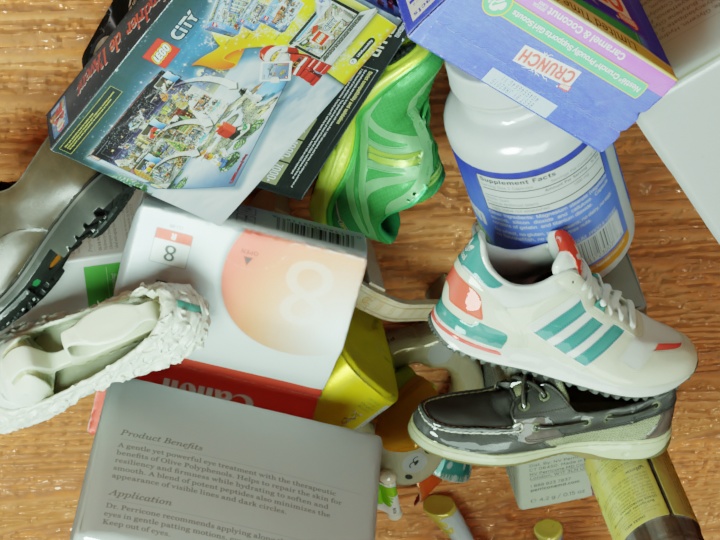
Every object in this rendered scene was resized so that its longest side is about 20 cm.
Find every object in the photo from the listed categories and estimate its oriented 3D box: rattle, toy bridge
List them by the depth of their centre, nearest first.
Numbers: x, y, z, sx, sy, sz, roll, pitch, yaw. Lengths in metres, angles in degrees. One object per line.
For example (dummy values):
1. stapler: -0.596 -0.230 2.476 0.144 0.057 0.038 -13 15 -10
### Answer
1. toy bridge: 0.000 0.000 1.678 0.200 0.067 0.027 27 121 -33
2. rattle: 0.060 0.148 1.786 0.130 0.143 0.201 -26 129 -22

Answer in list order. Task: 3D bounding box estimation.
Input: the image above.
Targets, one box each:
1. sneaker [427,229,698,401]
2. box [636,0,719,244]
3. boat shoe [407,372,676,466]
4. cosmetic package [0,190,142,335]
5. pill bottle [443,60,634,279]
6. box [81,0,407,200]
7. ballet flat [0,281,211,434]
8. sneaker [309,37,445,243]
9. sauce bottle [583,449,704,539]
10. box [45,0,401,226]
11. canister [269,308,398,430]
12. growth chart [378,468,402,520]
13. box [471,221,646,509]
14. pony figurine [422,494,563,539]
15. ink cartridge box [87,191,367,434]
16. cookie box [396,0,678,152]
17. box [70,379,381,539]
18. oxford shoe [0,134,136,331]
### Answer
1. sneaker: 0.152 0.026 1.577 0.199 0.070 0.094 13 118 -11
2. box: 0.281 -0.150 1.535 0.200 0.172 0.199 -29 133 13
3. boat shoe: 0.133 0.097 1.628 0.200 0.072 0.066 1 122 -15
4. cosmetic package: -0.242 0.013 1.617 0.199 0.085 0.108 -9 129 -7
5. pill bottle: 0.122 -0.088 1.596 0.112 0.112 0.200 -19 133 4
6. box: -0.069 -0.164 1.494 0.163 0.086 0.200 16 127 -26
7. ballet flat: -0.197 0.052 1.515 0.199 0.072 0.072 -24 134 14
8. sneaker: 0.027 -0.095 1.578 0.083 0.074 0.200 24 139 0
9. sauce bottle: 0.215 0.192 1.642 0.064 0.200 0.065 -8 135 -8
10. box: -0.088 -0.129 1.435 0.136 0.038 0.200 25 123 -32
11. canister: -0.075 0.098 1.697 0.200 0.149 0.087 -37 125 18
12. growth chart: -0.060 0.192 1.828 0.199 0.018 0.145 -7 159 7
13. box: 0.154 0.065 1.735 0.108 0.128 0.200 -11 134 -4
14. pony figurine: 0.143 0.287 1.945 0.192 0.167 0.200 10 142 22
15. ink cartridge box: -0.097 0.052 1.568 0.162 0.050 0.201 13 110 -7
16. cookie box: 0.095 -0.192 1.430 0.171 0.200 0.075 27 121 -33
17. box: -0.105 0.214 1.561 0.198 0.172 0.200 13 127 -6
18. oxford shoe: -0.239 -0.018 1.517 0.084 0.073 0.200 44 110 3
